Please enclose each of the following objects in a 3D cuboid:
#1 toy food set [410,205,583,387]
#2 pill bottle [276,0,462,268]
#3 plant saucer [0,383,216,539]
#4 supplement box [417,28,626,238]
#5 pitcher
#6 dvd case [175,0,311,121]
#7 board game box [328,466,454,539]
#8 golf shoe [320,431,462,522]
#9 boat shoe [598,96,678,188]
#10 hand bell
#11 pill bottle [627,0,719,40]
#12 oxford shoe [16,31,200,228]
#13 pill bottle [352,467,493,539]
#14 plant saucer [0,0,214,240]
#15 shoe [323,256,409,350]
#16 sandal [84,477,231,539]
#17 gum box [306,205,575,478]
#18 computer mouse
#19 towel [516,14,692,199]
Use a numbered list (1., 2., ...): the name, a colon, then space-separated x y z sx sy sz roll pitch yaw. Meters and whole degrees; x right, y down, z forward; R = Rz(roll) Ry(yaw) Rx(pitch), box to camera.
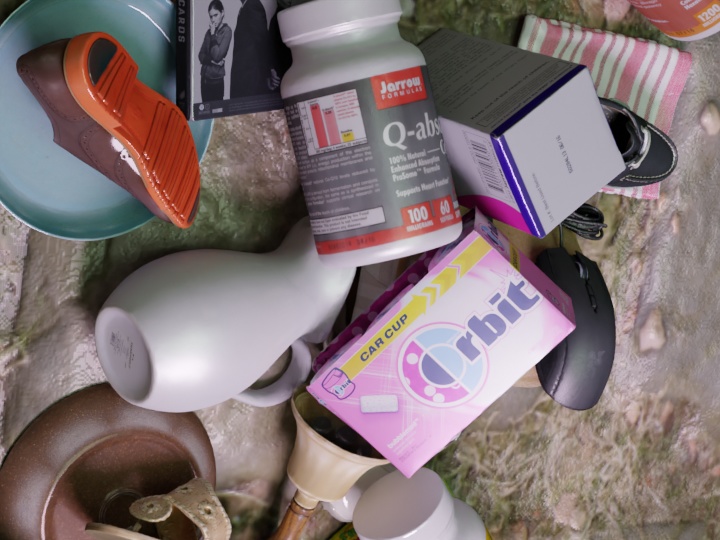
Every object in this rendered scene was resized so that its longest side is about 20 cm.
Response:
1. toy food set: 0.118 0.007 1.491 0.198 0.049 0.201 10 64 -31
2. pill bottle: 0.003 -0.110 1.329 0.116 0.116 0.201 -16 96 -28
3. plant saucer: -0.199 0.191 1.403 0.200 0.037 0.201 -11 111 -30
4. supplement box: 0.103 -0.115 1.402 0.103 0.200 0.101 -38 123 -19
5. pitcher: -0.109 0.058 1.380 0.200 0.121 0.172 -20 131 -39
6. dvd case: -0.079 -0.222 1.337 0.150 0.025 0.201 -12 110 -43
7. board game box: 0.010 0.278 1.559 0.200 0.048 0.102 -40 122 -16
8. golf shoe: 0.039 0.138 1.504 0.078 0.097 0.200 31 88 -38
9. boat shoe: 0.217 -0.113 1.525 0.200 0.060 0.076 10 92 -37
10. hand bell: -0.052 0.206 1.479 0.104 0.104 0.200 11 118 -35
11. pill bottle: 0.247 -0.293 1.493 0.200 0.112 0.112 32 86 -36
12. oxford shoe: -0.180 -0.102 1.281 0.200 0.072 0.071 59 38 -45
13. pill bottle: 0.071 0.269 1.497 0.112 0.112 0.200 -38 122 -17
14. plant saucer: -0.203 -0.122 1.306 0.200 0.027 0.201 -10 110 -30
15. shoe: 0.000 0.000 1.449 0.053 0.070 0.201 -8 109 -34
16. sandal: -0.133 0.204 1.397 0.212 0.077 0.070 29 68 -42
17. gum box: 0.061 0.062 1.389 0.113 0.066 0.200 43 106 -11
18. computer mouse: 0.161 0.010 1.457 0.140 0.046 0.201 20 59 -27
19. towel: 0.210 -0.144 1.567 0.200 0.030 0.147 6 101 -34
